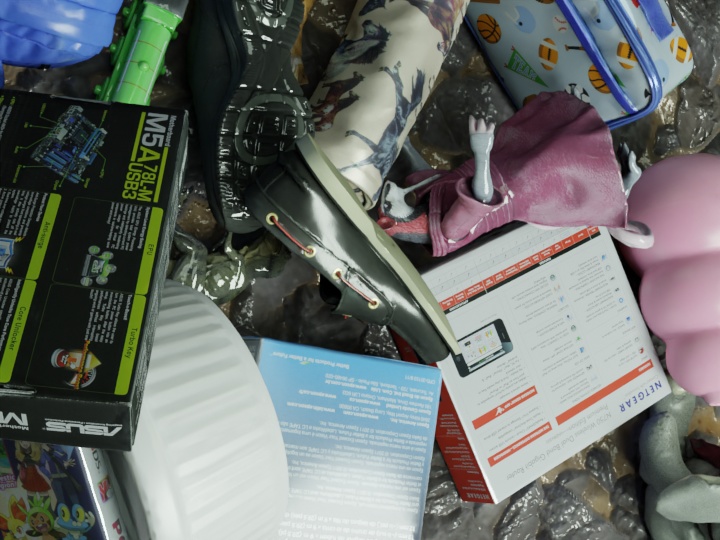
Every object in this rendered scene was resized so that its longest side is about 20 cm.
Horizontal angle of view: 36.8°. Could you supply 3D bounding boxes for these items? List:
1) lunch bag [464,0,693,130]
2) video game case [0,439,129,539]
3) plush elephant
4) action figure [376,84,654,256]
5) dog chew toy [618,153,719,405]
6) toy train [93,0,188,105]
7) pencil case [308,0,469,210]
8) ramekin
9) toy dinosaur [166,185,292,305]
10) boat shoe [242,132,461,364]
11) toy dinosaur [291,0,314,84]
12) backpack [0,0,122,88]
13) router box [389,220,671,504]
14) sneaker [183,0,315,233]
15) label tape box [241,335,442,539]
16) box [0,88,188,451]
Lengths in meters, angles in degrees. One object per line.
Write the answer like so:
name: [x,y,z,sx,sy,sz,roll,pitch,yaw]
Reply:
lunch bag: [0.159,-0.204,0.844,0.075,0.160,0.200,-40,102,-26]
video game case: [-0.211,0.158,0.582,0.023,0.199,0.183,-41,119,-66]
plush elephant: [0.302,0.186,0.862,0.165,0.155,0.200,42,66,-16]
action figure: [0.095,-0.057,0.810,0.199,0.134,0.150,-27,110,-6]
dog chew toy: [0.279,0.009,0.884,0.124,0.124,0.201,5,70,-26]
toy train: [-0.143,-0.166,0.741,0.042,0.056,0.201,21,73,-23]
pencil case: [0.007,-0.141,0.790,0.078,0.089,0.201,40,71,-56]
ramekin: [-0.121,0.098,0.631,0.094,0.202,0.204,-20,92,-29]
toy dinosaur: [-0.131,0.000,0.731,0.199,0.047,0.089,-32,104,-24]
boat shoe: [-0.001,-0.001,0.725,0.063,0.074,0.201,-38,124,6]
toy dinosaur: [-0.041,-0.233,0.814,0.106,0.060,0.201,38,68,-49]
backpack: [-0.239,-0.185,0.641,0.199,0.163,0.169,7,108,-26]
router box: [0.132,0.057,0.854,0.199,0.049,0.180,-24,94,-28]
sneaker: [-0.083,-0.123,0.745,0.076,0.091,0.201,10,77,-37]
label tape box: [-0.029,0.156,0.749,0.143,0.066,0.201,12,83,-25]
box: [-0.194,-0.013,0.546,0.192,0.048,0.201,7,49,-7]
